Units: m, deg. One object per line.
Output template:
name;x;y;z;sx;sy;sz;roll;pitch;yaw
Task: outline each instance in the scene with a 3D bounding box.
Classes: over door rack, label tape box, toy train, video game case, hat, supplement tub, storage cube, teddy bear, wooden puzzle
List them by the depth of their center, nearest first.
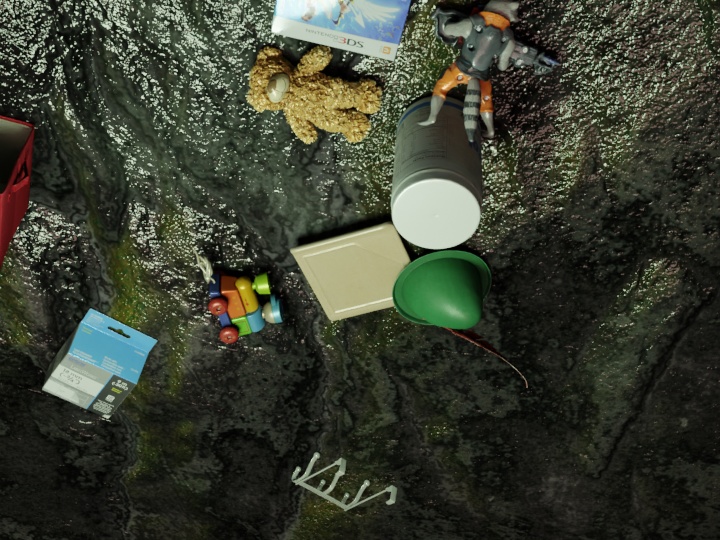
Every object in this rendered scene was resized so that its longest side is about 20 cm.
video game case;-0.016;-0.392;1.422;0.178;0.046;0.202;11;133;-6
supplement tub;0.111;-0.144;1.536;0.129;0.202;0.133;2;134;3
teddy bear;-0.066;-0.250;1.546;0.199;0.067;0.145;32;126;-23
storage cube;-0.613;-0.127;1.643;0.197;0.173;0.181;14;134;-9
hat;0.162;0.084;1.744;0.196;0.178;0.167;-8;133;-5
wooden puzzle;0.000;0.000;1.803;0.182;0.038;0.201;-14;135;17
toy train;-0.205;0.027;1.818;0.114;0.085;0.202;-12;132;2
label tape box;-0.490;0.178;1.995;0.143;0.064;0.200;27;130;-20
over door rack;-0.030;0.426;2.172;0.147;0.067;0.199;32;149;-23

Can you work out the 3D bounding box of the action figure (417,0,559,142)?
action figure;0.184;-0.277;1.459;0.197;0.105;0.196;11;109;-12
